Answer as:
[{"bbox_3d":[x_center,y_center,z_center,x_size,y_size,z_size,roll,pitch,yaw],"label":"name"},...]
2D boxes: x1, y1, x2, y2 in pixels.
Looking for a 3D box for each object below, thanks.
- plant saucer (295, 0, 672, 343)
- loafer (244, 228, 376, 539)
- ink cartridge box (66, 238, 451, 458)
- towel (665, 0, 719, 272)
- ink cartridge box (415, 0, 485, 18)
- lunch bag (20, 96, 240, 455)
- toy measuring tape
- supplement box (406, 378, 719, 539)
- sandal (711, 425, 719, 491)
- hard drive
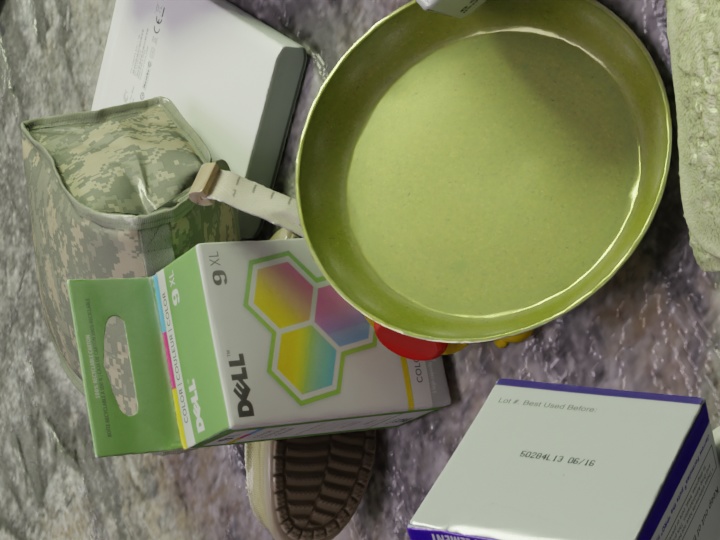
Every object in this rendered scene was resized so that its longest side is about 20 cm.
[{"bbox_3d":[0.064,-0.054,0.898,0.200,0.031,0.201,-7,68,19],"label":"plant saucer"},{"bbox_3d":[-0.037,0.069,1.057,0.068,0.076,0.201,-19,64,56],"label":"loafer"},{"bbox_3d":[-0.053,0.040,0.970,0.059,0.200,0.104,-30,67,54],"label":"ink cartridge box"},{"bbox_3d":[0.199,-0.100,0.791,0.148,0.036,0.201,-10,83,50],"label":"towel"},{"bbox_3d":[0.030,-0.247,0.868,0.146,0.084,0.200,-43,84,15],"label":"ink cartridge box"},{"bbox_3d":[-0.134,0.002,1.088,0.200,0.117,0.164,-132,34,-57],"label":"lunch bag"},{"bbox_3d":[0.000,0.000,0.956,0.200,0.074,0.074,21,112,4],"label":"toy measuring tape"},{"bbox_3d":[0.107,0.160,0.771,0.101,0.103,0.200,3,128,32],"label":"supplement box"},{"bbox_3d":[0.161,0.121,0.818,0.079,0.059,0.207,38,137,3],"label":"sandal"},{"bbox_3d":[-0.115,-0.123,1.183,0.200,0.026,0.132,36,118,44],"label":"hard drive"}]
